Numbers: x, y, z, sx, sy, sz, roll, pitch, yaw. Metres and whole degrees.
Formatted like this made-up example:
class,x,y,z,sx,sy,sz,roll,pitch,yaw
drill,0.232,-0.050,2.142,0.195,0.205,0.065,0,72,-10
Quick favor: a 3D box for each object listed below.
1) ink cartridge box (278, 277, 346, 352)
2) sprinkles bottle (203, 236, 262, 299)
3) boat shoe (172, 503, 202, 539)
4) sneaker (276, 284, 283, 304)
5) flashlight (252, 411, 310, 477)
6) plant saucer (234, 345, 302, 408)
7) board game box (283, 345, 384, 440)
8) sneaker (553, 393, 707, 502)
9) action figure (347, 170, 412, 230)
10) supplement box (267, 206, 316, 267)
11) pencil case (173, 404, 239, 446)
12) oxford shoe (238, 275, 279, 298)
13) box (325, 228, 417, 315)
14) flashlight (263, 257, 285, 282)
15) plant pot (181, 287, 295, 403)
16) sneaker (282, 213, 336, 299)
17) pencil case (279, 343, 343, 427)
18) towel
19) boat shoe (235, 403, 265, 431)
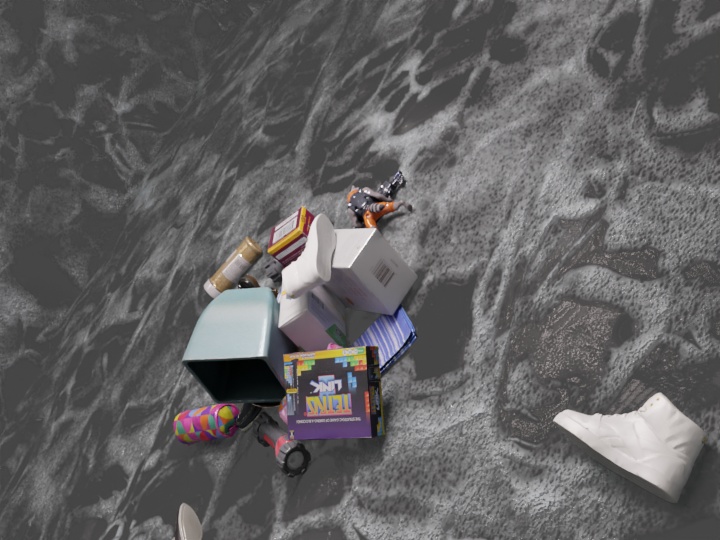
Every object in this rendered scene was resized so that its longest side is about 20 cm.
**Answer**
class,x,y,z,sx,sy,sz,roll,pitch,yaw
ink cartridge box,-0.104,0.088,1.699,0.086,0.146,0.202,-31,32,20
sprinkles bottle,-0.375,-0.005,2.247,0.200,0.068,0.068,-47,31,6
boat shoe,-0.375,0.593,1.629,0.060,0.074,0.202,-38,41,9
sneaker,-0.168,0.092,1.872,0.080,0.075,0.203,6,52,29
flashlight,-0.172,0.365,1.590,0.068,0.068,0.199,-45,24,-16
plant saucer,-0.190,0.220,1.733,0.195,0.035,0.205,-9,58,14
board game box,-0.054,0.238,1.468,0.196,0.056,0.170,-10,80,31
sneaker,0.366,0.213,1.029,0.198,0.074,0.117,26,77,49
action figure,0.039,-0.170,1.841,0.192,0.104,0.202,30,84,49
supplement box,-0.110,-0.039,1.802,0.109,0.199,0.087,-30,35,29
pencil case,-0.371,0.372,1.842,0.197,0.088,0.090,-20,42,44
oxford shoe,-0.244,0.066,1.881,0.071,0.202,0.086,13,60,26
box,0.000,0.000,1.642,0.107,0.152,0.198,-53,26,-18
flashlight,-0.166,-0.032,2.007,0.198,0.067,0.069,-35,68,33
plant pot,-0.248,0.153,1.664,0.190,0.198,0.204,-5,53,14
sneaker,-0.115,-0.029,1.602,0.114,0.074,0.203,-30,32,27
pencil case,-0.085,0.242,1.571,0.201,0.086,0.088,-49,30,20
towel,0.029,0.162,1.583,0.200,0.024,0.146,-46,30,11
boat shoe,-0.239,0.276,1.780,0.202,0.062,0.074,-56,33,-7
